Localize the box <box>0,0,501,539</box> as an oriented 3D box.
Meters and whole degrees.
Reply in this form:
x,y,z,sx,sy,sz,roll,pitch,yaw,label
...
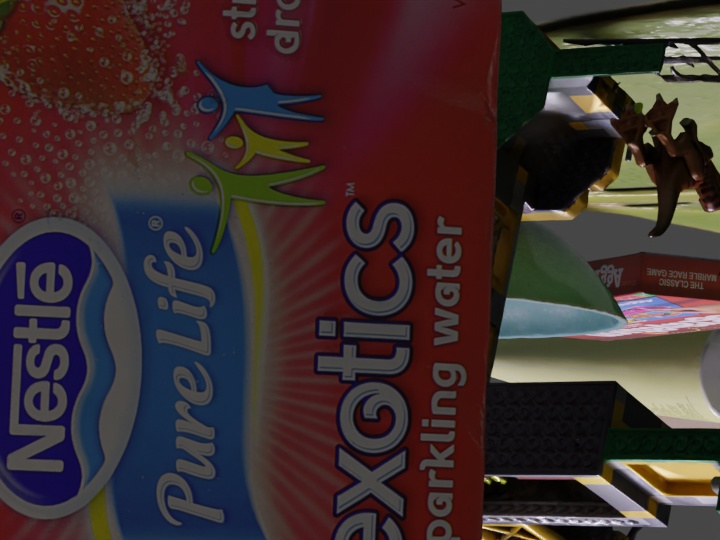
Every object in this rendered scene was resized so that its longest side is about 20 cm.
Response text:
x,y,z,sx,sy,sz,roll,pitch,yaw,label
-0.035,0.021,0.513,0.100,0.200,0.095,4,175,-12,box

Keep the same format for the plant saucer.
x,y,z,sx,sy,sz,roll,pitch,yaw,label
0.000,0.000,1.083,0.200,0.036,0.200,2,174,0,plant saucer

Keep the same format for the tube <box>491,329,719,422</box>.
x,y,z,sx,sy,sz,roll,pitch,yaw,label
0.123,0.046,1.442,0.058,0.052,0.200,51,155,-21,tube

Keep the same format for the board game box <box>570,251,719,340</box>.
x,y,z,sx,sy,sz,roll,pitch,yaw,label
0.113,0.013,1.242,0.103,0.019,0.200,4,174,-25,board game box

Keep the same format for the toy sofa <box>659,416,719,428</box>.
x,y,z,sx,sy,sz,roll,pitch,yaw,label
0.206,0.100,1.813,0.200,0.098,0.083,-4,-164,45,toy sofa

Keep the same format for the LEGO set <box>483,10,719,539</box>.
x,y,z,sx,sy,sz,roll,pitch,yaw,label
0.102,0.018,0.658,0.200,0.154,0.116,-10,151,30,LEGO set
